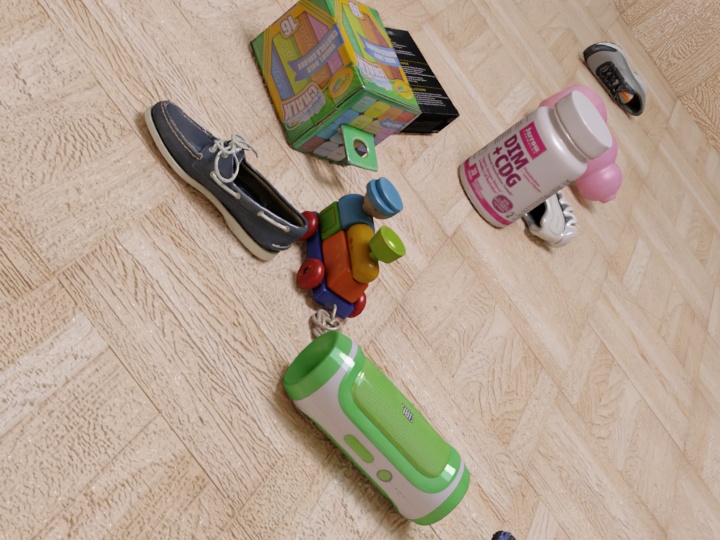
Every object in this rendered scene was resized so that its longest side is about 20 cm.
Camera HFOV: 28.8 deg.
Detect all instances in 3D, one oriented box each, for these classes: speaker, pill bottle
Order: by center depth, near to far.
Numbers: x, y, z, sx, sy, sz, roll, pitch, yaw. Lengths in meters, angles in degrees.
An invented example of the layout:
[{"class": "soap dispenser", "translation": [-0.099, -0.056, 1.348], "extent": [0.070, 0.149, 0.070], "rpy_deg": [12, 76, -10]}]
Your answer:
[{"class": "speaker", "translation": [0.017, 0.153, 1.351], "extent": [0.200, 0.088, 0.089], "rpy_deg": [47, 27, -17]}, {"class": "pill bottle", "translation": [0.248, -0.159, 1.980], "extent": [0.113, 0.199, 0.114], "rpy_deg": [40, 29, -28]}]

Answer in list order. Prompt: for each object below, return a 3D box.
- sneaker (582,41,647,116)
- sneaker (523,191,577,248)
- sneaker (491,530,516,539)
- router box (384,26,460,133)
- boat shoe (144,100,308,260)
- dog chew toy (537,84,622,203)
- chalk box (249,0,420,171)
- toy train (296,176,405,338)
[{"class": "sneaker", "translation": [0.532, -0.397, 2.904], "extent": [0.200, 0.074, 0.080], "rpy_deg": [39, 35, -31]}, {"class": "sneaker", "translation": [0.261, -0.131, 2.128], "extent": [0.081, 0.075, 0.202], "rpy_deg": [10, 50, -45]}, {"class": "sneaker", "translation": [0.201, 0.347, 1.449], "extent": [0.201, 0.078, 0.075], "rpy_deg": [53, 25, -7]}, {"class": "router box", "translation": [0.044, -0.261, 1.916], "extent": [0.150, 0.051, 0.199], "rpy_deg": [60, 26, 12]}, {"class": "boat shoe", "translation": [-0.133, -0.098, 1.407], "extent": [0.200, 0.062, 0.075], "rpy_deg": [50, 28, -11]}, {"class": "dog chew toy", "translation": [0.376, -0.208, 2.362], "extent": [0.202, 0.124, 0.124], "rpy_deg": [64, 26, -1]}, {"class": "chalk box", "translation": [-0.022, -0.211, 1.661], "extent": [0.124, 0.123, 0.202], "rpy_deg": [12, 49, -55]}, {"class": "toy train", "translation": [0.000, 0.000, 1.462], "extent": [0.084, 0.115, 0.201], "rpy_deg": [34, 33, -37]}]
